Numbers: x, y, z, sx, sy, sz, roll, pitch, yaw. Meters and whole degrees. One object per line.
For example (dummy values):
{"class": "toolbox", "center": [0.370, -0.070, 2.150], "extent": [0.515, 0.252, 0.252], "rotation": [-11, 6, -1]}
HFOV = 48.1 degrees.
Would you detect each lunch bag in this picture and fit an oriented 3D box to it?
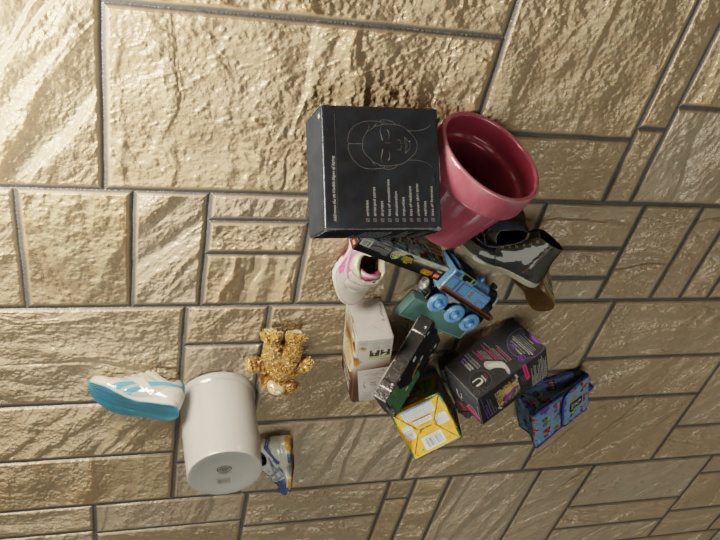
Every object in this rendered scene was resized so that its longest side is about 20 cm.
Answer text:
{"class": "lunch bag", "center": [0.499, 0.332, 2.042], "extent": [0.199, 0.094, 0.151], "rotation": [-26, 135, -9]}

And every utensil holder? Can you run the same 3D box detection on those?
{"class": "utensil holder", "center": [-0.297, 0.345, 1.717], "extent": [0.168, 0.201, 0.171], "rotation": [-8, 134, -9]}

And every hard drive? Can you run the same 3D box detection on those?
{"class": "hard drive", "center": [0.100, 0.204, 1.712], "extent": [0.201, 0.038, 0.140], "rotation": [-59, 158, -13]}

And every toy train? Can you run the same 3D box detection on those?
{"class": "toy train", "center": [0.207, 0.047, 1.668], "extent": [0.199, 0.087, 0.114], "rotation": [31, 112, -37]}

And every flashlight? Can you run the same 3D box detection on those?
{"class": "flashlight", "center": [0.237, 0.267, 1.905], "extent": [0.067, 0.068, 0.201], "rotation": [-18, 131, 7]}

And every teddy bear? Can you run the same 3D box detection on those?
{"class": "teddy bear", "center": [-0.169, 0.197, 1.708], "extent": [0.144, 0.067, 0.201], "rotation": [14, 127, -25]}

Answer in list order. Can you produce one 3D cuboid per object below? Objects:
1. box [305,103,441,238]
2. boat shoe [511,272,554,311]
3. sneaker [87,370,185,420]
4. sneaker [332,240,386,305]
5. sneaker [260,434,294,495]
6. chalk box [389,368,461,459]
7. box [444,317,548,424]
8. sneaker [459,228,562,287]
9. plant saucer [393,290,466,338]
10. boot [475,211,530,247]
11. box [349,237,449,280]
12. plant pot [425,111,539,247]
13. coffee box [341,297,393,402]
{"class": "box", "center": [0.019, -0.156, 1.317], "extent": [0.194, 0.202, 0.124], "rotation": [-1, 176, -17]}
{"class": "boat shoe", "center": [0.361, 0.005, 1.699], "extent": [0.073, 0.063, 0.201], "rotation": [-5, 138, 25]}
{"class": "sneaker", "center": [-0.462, 0.250, 1.668], "extent": [0.198, 0.081, 0.077], "rotation": [13, 133, -2]}
{"class": "sneaker", "center": [0.000, 0.000, 1.555], "extent": [0.080, 0.089, 0.201], "rotation": [1, 132, -18]}
{"class": "sneaker", "center": [-0.206, 0.470, 1.965], "extent": [0.087, 0.076, 0.202], "rotation": [0, 127, -1]}
{"class": "chalk box", "center": [0.146, 0.316, 1.854], "extent": [0.124, 0.200, 0.125], "rotation": [-27, 102, 7]}
{"class": "box", "center": [0.305, 0.223, 1.797], "extent": [0.199, 0.122, 0.107], "rotation": [-32, 137, -14]}
{"class": "sneaker", "center": [0.291, -0.055, 1.584], "extent": [0.198, 0.075, 0.107], "rotation": [24, 123, -12]}
{"class": "plant saucer", "center": [0.166, 0.101, 1.753], "extent": [0.199, 0.019, 0.070], "rotation": [22, 124, -34]}
{"class": "boot", "center": [0.225, -0.095, 1.526], "extent": [0.198, 0.097, 0.075], "rotation": [-5, 134, -12]}
{"class": "box", "center": [0.060, -0.067, 1.475], "extent": [0.199, 0.138, 0.040], "rotation": [20, 127, -31]}
{"class": "plant pot", "center": [0.179, -0.143, 1.407], "extent": [0.198, 0.202, 0.179], "rotation": [13, 139, -27]}
{"class": "coffee box", "center": [0.012, 0.170, 1.704], "extent": [0.079, 0.115, 0.201], "rotation": [-5, 133, -11]}
